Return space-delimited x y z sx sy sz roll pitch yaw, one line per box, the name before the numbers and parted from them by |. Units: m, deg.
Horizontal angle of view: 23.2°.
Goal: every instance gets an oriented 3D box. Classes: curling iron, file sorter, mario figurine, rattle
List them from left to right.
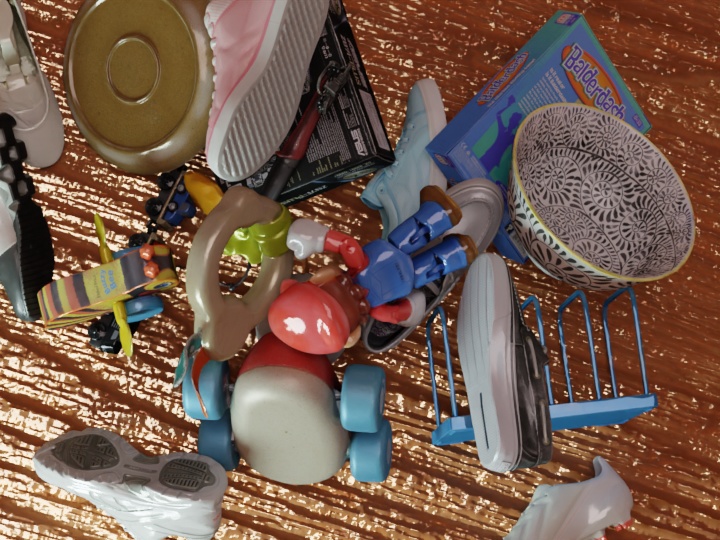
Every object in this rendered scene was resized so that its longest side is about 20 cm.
rattle | -0.153 0.015 1.588 0.142 0.130 0.202 21 88 21
curling iron | -0.066 -0.110 1.633 0.025 0.050 0.201 33 107 2
mario figurine | 0.000 0.000 1.597 0.199 0.106 0.124 -30 77 -15
file sorter | 0.166 0.092 1.691 0.197 0.139 0.124 -7 79 -6

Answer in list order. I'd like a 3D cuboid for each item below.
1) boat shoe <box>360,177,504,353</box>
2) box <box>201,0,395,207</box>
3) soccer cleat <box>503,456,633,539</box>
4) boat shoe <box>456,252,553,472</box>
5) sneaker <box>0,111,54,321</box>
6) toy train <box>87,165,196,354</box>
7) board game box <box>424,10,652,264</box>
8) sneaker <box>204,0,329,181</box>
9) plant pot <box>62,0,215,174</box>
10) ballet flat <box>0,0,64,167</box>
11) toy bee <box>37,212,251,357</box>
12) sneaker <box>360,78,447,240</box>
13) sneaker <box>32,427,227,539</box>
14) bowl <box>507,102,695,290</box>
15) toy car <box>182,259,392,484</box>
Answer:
boat shoe | 0.065 -0.001 1.677 0.072 0.069 0.200 41 108 -19
box | -0.077 -0.171 1.704 0.162 0.086 0.202 -21 84 13
soccer cleat | 0.174 0.255 1.707 0.198 0.069 0.078 -27 81 -15
boat shoe | 0.135 0.085 1.593 0.070 0.072 0.203 4 74 -25
sneaker | -0.357 -0.045 1.702 0.087 0.074 0.203 -13 91 16
toy train | -0.208 -0.011 1.717 0.045 0.034 0.202 21 81 17
board game box | 0.178 -0.132 1.726 0.200 0.045 0.153 -45 119 -12
sneaker | -0.107 -0.186 1.620 0.104 0.075 0.202 22 89 41
plant pot | -0.214 -0.193 1.693 0.198 0.027 0.203 3 96 28
ballet flat | -0.343 -0.200 1.720 0.069 0.069 0.202 -16 84 -7
toy bee | -0.216 -0.001 1.647 0.199 0.109 0.131 -37 79 -4
sneaker | 0.042 -0.092 1.734 0.081 0.074 0.203 3 82 -9
sneaker | -0.222 0.218 1.670 0.198 0.100 0.078 14 36 16
bowl | 0.210 -0.050 1.663 0.199 0.094 0.203 16 50 -19
toy car | -0.056 0.083 1.684 0.182 0.178 0.202 3 54 9
